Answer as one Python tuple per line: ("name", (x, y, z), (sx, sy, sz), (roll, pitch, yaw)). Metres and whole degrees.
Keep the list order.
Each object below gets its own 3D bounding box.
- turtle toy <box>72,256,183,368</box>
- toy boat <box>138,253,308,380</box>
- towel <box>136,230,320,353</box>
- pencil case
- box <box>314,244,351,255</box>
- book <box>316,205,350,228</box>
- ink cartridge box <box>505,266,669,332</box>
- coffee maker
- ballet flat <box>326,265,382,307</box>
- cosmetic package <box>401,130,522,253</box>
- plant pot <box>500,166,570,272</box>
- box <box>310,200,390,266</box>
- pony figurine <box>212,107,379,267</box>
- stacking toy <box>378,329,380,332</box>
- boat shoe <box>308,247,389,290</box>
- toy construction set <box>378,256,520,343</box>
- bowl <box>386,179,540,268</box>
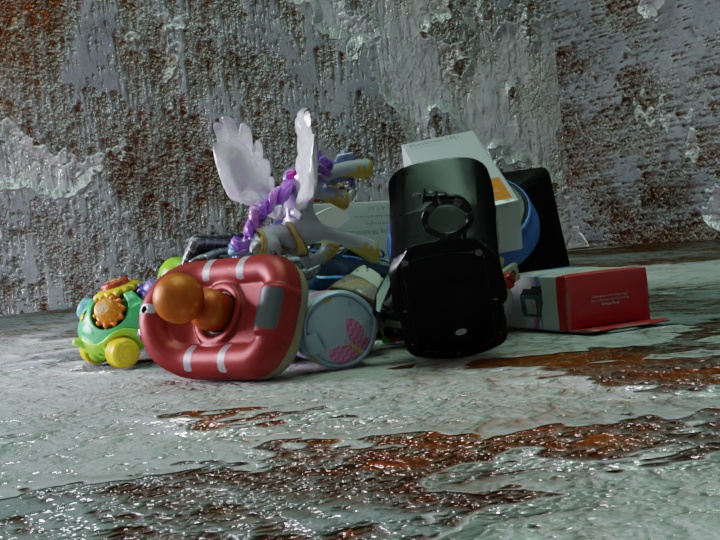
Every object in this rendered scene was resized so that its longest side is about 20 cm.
("turtle toy", (-0.279, 0.051, 1.549), (0.200, 0.101, 0.146), (-23, 11, -29))
("toy boat", (-0.159, 0.040, 1.239), (0.200, 0.131, 0.131), (-5, -22, 40))
("towel", (-0.160, 0.031, 1.448), (0.166, 0.086, 0.200), (-49, -21, 26))
("pencil case", (-0.053, 0.061, 1.333), (0.091, 0.083, 0.200), (-11, 4, -21))
("box", (-0.113, 0.026, 1.704), (0.200, 0.044, 0.160), (-7, 26, 42))
("book", (-0.112, -0.038, 1.660), (0.133, 0.048, 0.200), (-29, 4, -25))
("ink cartridge box", (0.262, 0.033, 1.444), (0.116, 0.067, 0.200), (-7, 3, -24))
("coffee maker", (0.095, -0.038, 1.267), (0.134, 0.192, 0.200), (11, 33, -7))
("ballet flat", (-0.008, 0.030, 1.431), (0.068, 0.067, 0.200), (39, -18, -8))
("cosmetic package", (0.123, -0.094, 1.505), (0.101, 0.071, 0.200), (-13, 33, -6))
("plant pot", (0.160, -0.019, 1.713), (0.200, 0.200, 0.177), (-4, 16, 44))
("box", (-0.012, -0.015, 1.900), (0.199, 0.131, 0.200), (-4, -18, -18))
("pony figurine", (-0.071, -0.084, 1.379), (0.166, 0.193, 0.200), (-1, 5, 45))
("stacking toy", (0.032, 0.050, 1.582), (0.200, 0.086, 0.085), (-11, 3, -7))
("boat shoe", (0.000, 0.000, 1.617), (0.084, 0.069, 0.200), (-39, -32, 27))
("toy construction set", (0.095, 0.044, 1.435), (0.131, 0.092, 0.200), (-7, -8, -44))
("bowl", (0.129, -0.055, 1.561), (0.200, 0.039, 0.201), (-11, 37, 8))
